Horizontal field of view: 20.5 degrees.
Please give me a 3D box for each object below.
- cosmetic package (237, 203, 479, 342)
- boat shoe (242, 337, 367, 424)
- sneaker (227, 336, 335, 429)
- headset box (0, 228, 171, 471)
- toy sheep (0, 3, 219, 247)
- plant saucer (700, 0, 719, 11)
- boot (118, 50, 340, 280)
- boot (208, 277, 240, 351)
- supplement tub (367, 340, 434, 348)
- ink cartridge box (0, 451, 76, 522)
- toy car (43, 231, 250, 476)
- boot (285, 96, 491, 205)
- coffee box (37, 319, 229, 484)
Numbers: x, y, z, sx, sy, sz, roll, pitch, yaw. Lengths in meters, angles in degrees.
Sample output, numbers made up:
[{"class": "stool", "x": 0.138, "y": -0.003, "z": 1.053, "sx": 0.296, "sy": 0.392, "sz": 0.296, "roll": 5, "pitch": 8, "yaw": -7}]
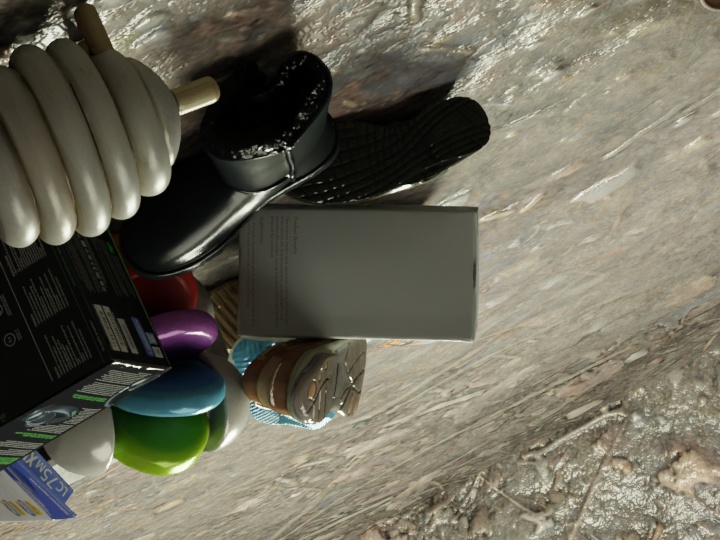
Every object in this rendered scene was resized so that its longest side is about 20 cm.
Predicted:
[{"class": "cosmetic package", "x": 0.000, "y": 0.000, "z": 1.660, "sx": 0.200, "sy": 0.113, "sz": 0.081, "roll": 3, "pitch": -175, "yaw": 3}, {"class": "boat shoe", "x": -0.044, "y": 0.085, "z": 1.671, "sx": 0.072, "sy": 0.076, "sz": 0.200, "roll": 10, "pitch": 180, "yaw": 15}, {"class": "sneaker", "x": -0.078, "y": 0.088, "z": 1.779, "sx": 0.077, "sy": 0.081, "sz": 0.200, "roll": -48, "pitch": 156, "yaw": 2}, {"class": "headset box", "x": -0.266, "y": 0.042, "z": 1.418, "sx": 0.200, "sy": 0.174, "sz": 0.093, "roll": -32, "pitch": 163, "yaw": 15}, {"class": "toy sheep", "x": -0.182, "y": -0.084, "z": 1.230, "sx": 0.200, "sy": 0.138, "sz": 0.138, "roll": -23, "pitch": 164, "yaw": -11}, {"class": "plant saucer", "x": 0.360, "y": -0.284, "z": 1.630, "sx": 0.200, "sy": 0.037, "sz": 0.200, "roll": -24, "pitch": 164, "yaw": -7}, {"class": "boot", "x": -0.104, "y": -0.079, "z": 1.466, "sx": 0.200, "sy": 0.076, "sz": 0.168, "roll": -33, "pitch": 168, "yaw": -3}, {"class": "boot", "x": -0.165, "y": 0.072, "z": 1.913, "sx": 0.200, "sy": 0.072, "sz": 0.166, "roll": -34, "pitch": -175, "yaw": -21}, {"class": "supplement tub", "x": 0.010, "y": 0.012, "z": 1.856, "sx": 0.123, "sy": 0.123, "sz": 0.200, "roll": -35, "pitch": 161, "yaw": 29}, {"class": "ink cartridge box", "x": -0.327, "y": 0.164, "z": 1.699, "sx": 0.200, "sy": 0.119, "sz": 0.042, "roll": -7, "pitch": -140, "yaw": 48}, {"class": "toy car", "x": -0.173, "y": 0.061, "z": 1.590, "sx": 0.175, "sy": 0.200, "sz": 0.150, "roll": -7, "pitch": 151, "yaw": -35}, {"class": "boot", "x": 0.007, "y": -0.081, "z": 1.675, "sx": 0.200, "sy": 0.068, "sz": 0.131, "roll": -16, "pitch": 170, "yaw": -23}, {"class": "coffee box", "x": -0.219, "y": 0.100, "z": 1.767, "sx": 0.200, "sy": 0.113, "sz": 0.080, "roll": -27, "pitch": 158, "yaw": 8}]
